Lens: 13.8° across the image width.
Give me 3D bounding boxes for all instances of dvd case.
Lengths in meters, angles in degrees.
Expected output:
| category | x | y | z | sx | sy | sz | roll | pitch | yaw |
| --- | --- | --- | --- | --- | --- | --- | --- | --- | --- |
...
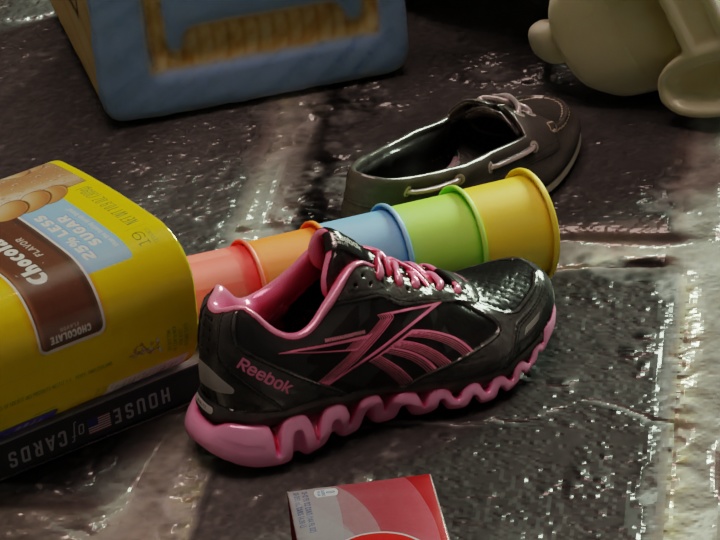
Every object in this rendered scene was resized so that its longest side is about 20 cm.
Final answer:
| category | x | y | z | sx | sy | sz | roll | pitch | yaw |
| --- | --- | --- | --- | --- | --- | --- | --- | --- | --- |
| dvd case | -0.183 | 0.040 | 1.477 | 0.150 | 0.025 | 0.200 | -22 | 31 | -28 |

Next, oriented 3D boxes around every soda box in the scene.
| category | x | y | z | sx | sy | sz | roll | pitch | yaw |
| --- | --- | --- | --- | --- | --- | --- | --- | --- | --- |
| soda box | 0.014 | 0.159 | 1.158 | 0.063 | 0.070 | 0.200 | -7 | 27 | -5 |

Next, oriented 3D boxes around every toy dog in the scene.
| category | x | y | z | sx | sy | sz | roll | pitch | yaw |
| --- | --- | --- | --- | --- | --- | --- | --- | --- | --- |
| toy dog | 0.211 | -0.172 | 1.724 | 0.194 | 0.140 | 0.200 | -31 | 4 | 47 |

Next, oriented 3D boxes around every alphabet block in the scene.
| category | x | y | z | sx | sy | sz | roll | pitch | yaw |
| --- | --- | --- | --- | --- | --- | --- | --- | --- | --- |
| alphabet block | -0.092 | -0.226 | 1.790 | 0.195 | 0.197 | 0.200 | -10 | 27 | -13 |

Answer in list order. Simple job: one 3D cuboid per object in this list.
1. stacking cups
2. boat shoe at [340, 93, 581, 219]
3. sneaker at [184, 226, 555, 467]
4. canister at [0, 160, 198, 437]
| category | x | y | z | sx | sy | sz | roll | pitch | yaw |
| --- | --- | --- | --- | --- | --- | --- | --- | --- | --- |
| stacking cups | 0.000 | 0.000 | 1.469 | 0.200 | 0.061 | 0.060 | -15 | 28 | -24 |
| boat shoe | 0.058 | -0.061 | 1.590 | 0.067 | 0.057 | 0.200 | 14 | 33 | 33 |
| sneaker | 0.007 | 0.020 | 1.403 | 0.200 | 0.096 | 0.079 | -19 | 28 | -27 |
| canister | -0.194 | 0.026 | 1.389 | 0.200 | 0.087 | 0.148 | -22 | 33 | -31 |
